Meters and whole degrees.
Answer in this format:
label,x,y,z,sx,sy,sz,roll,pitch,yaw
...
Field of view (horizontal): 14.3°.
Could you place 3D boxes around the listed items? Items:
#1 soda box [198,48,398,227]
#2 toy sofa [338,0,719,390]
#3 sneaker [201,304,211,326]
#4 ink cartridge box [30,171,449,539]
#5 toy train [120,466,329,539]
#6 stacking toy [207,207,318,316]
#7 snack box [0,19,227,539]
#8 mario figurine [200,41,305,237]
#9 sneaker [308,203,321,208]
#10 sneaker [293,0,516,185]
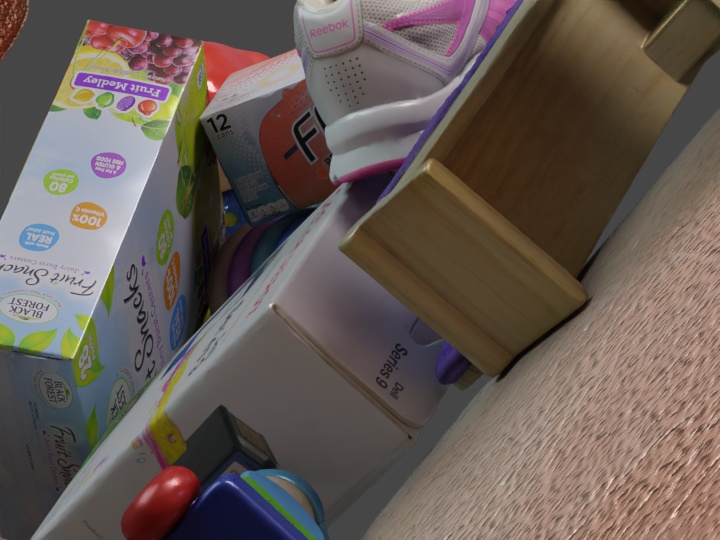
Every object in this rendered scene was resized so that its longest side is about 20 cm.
label,x,y,z,sx,sy,sz,roll,pitch,yaw
soda box,0.026,-0.090,1.385,0.200,0.064,0.068,-20,18,18
toy sofa,0.069,-0.051,1.166,0.098,0.083,0.200,-39,13,49
sneaker,-0.087,0.090,1.503,0.200,0.076,0.105,-54,-10,-31
ink cartridge box,-0.043,0.065,1.232,0.200,0.087,0.145,-43,9,33
toy train,-0.089,0.158,1.090,0.200,0.085,0.116,-48,-3,10
stacking toy,0.000,0.000,1.386,0.085,0.085,0.200,-53,14,-23
snack box,-0.125,0.011,1.388,0.169,0.068,0.200,85,-160,-52
mario figurine,-0.084,-0.042,1.581,0.200,0.123,0.106,68,-147,-48
sneaker,0.008,-0.082,1.572,0.079,0.096,0.200,-15,21,9
sneaker,0.026,-0.115,1.251,0.081,0.088,0.200,-15,19,20
